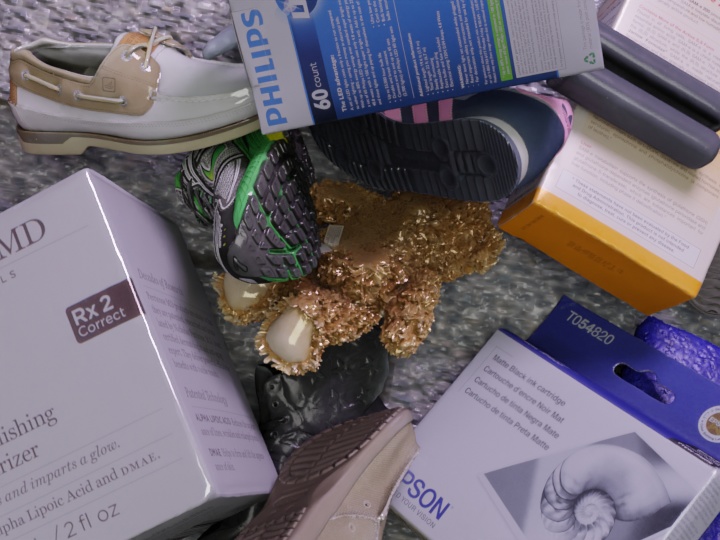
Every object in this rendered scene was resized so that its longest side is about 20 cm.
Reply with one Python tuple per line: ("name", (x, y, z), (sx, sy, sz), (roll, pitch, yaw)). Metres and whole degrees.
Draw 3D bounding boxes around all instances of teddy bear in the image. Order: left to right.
("teddy bear", (0.000, 0.000, 0.802), (0.144, 0.067, 0.200), (24, 49, 26))

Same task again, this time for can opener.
("can opener", (0.142, -0.134, 0.731), (0.199, 0.067, 0.054), (29, 71, -6))

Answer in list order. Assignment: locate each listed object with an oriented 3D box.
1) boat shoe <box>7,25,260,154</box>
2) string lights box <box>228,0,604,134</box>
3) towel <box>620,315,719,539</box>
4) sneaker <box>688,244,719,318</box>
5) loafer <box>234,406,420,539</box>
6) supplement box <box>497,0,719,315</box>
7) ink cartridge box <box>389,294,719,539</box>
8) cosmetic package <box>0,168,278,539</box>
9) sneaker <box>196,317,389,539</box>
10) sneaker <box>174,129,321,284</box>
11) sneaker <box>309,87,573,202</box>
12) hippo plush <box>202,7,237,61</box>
("boat shoe", (-0.142, -0.118, 0.777), (0.198, 0.075, 0.069), (-3, 117, 18))
("string lights box", (0.030, -0.150, 0.681), (0.197, 0.059, 0.104), (-9, 114, 11))
("towel", (0.230, 0.139, 0.802), (0.146, 0.050, 0.201), (26, 58, -5))
("sneaker", (0.305, -0.054, 0.843), (0.075, 0.106, 0.201), (41, 117, 23))
("loafer", (-0.017, 0.151, 0.728), (0.075, 0.200, 0.069), (-18, 105, 35))
("supplement box", (0.192, -0.090, 0.808), (0.125, 0.074, 0.201), (29, 74, -6))
("ink cartridge box", (0.131, 0.119, 0.772), (0.200, 0.199, 0.041), (-48, 134, -9))
("cosmetic package", (-0.171, 0.077, 0.737), (0.163, 0.165, 0.202), (-26, 78, 4))
("sneaker", (-0.049, 0.108, 0.827), (0.199, 0.060, 0.105), (-34, 94, -8))
("sneaker", (-0.074, -0.043, 0.764), (0.084, 0.200, 0.079), (-20, 114, 6))
("sneaker", (0.049, -0.094, 0.790), (0.082, 0.199, 0.071), (-32, 126, -33))
("hippo plush", (0.028, -0.198, 0.777), (0.160, 0.159, 0.201), (32, 71, -13))
